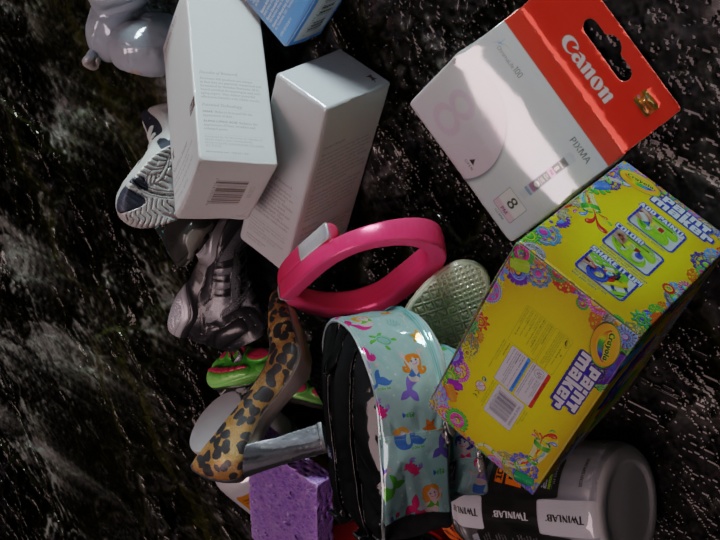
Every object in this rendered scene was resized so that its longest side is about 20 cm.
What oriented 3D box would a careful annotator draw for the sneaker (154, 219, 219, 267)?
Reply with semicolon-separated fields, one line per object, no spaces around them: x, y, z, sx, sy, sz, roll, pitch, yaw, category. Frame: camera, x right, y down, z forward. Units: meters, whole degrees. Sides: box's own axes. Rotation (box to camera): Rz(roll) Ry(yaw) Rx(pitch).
-0.211;-0.061;1.309;0.079;0.076;0.200;37;180;-21;sneaker

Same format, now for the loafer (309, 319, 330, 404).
-0.004;0.129;1.295;0.072;0.071;0.202;16;131;34;loafer

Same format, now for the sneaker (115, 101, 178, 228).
-0.208;-0.123;1.271;0.129;0.200;0.080;6;144;50;sneaker

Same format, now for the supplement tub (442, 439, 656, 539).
0.178;0.226;1.159;0.198;0.122;0.124;-5;109;41;supplement tub

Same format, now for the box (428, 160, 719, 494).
0.185;0.045;1.006;0.122;0.192;0.201;38;133;17;box

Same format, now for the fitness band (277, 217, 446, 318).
0.000;0.000;1.183;0.200;0.142;0.038;-39;52;49;fitness band

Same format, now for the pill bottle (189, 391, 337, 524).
-0.098;0.230;1.357;0.110;0.112;0.200;-16;128;44;pill bottle

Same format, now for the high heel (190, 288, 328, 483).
-0.118;0.116;1.218;0.072;0.141;0.202;69;-174;-57;high heel

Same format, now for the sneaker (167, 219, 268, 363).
-0.139;0.011;1.360;0.113;0.076;0.202;29;114;3;sneaker

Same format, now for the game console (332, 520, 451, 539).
0.028;0.345;1.342;0.198;0.031;0.178;-15;128;23;game console

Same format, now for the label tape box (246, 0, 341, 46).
-0.085;-0.340;1.129;0.201;0.066;0.143;51;135;11;label tape box

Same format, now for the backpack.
0.034;0.135;1.119;0.177;0.149;0.203;-163;60;-72;backpack

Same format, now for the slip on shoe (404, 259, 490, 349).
0.070;0.066;1.212;0.073;0.061;0.201;28;119;-1;slip on shoe

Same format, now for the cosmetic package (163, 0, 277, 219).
-0.141;-0.165;1.161;0.113;0.080;0.202;127;138;-55;cosmetic package

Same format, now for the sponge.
-0.074;0.270;1.258;0.111;0.030;0.202;29;131;37;sponge

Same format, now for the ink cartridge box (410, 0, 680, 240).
0.155;-0.143;1.038;0.163;0.057;0.200;54;140;5;ink cartridge box

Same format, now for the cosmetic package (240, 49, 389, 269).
-0.049;-0.109;1.193;0.071;0.101;0.202;36;131;22;cosmetic package

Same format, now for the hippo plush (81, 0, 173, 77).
-0.266;-0.284;1.248;0.199;0.159;0.163;27;127;27;hippo plush

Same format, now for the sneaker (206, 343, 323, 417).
-0.092;0.136;1.394;0.198;0.077;0.084;3;135;40;sneaker
